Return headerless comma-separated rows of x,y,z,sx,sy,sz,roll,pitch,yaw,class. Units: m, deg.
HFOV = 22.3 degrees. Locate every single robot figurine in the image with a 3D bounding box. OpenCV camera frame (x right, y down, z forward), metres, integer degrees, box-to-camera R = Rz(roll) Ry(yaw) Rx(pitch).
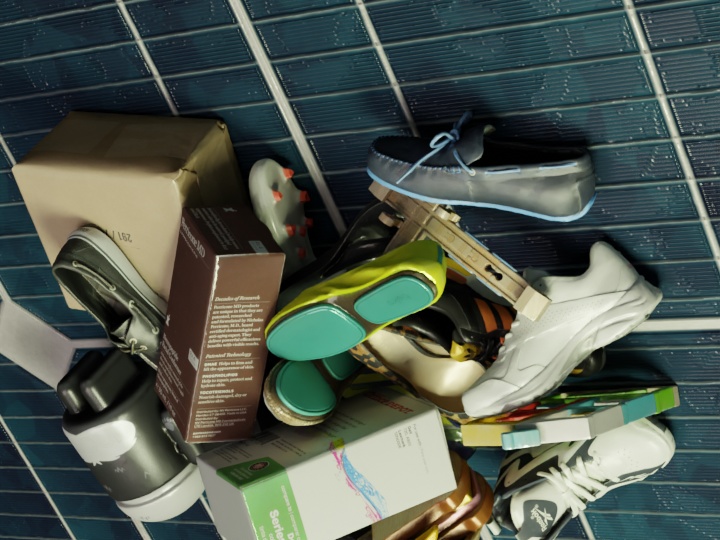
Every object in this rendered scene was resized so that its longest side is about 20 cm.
-0.245,0.179,1.996,0.200,0.125,0.150,59,177,-22,robot figurine

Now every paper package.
-0.210,-0.050,1.781,0.200,0.104,0.191,6,130,29,paper package

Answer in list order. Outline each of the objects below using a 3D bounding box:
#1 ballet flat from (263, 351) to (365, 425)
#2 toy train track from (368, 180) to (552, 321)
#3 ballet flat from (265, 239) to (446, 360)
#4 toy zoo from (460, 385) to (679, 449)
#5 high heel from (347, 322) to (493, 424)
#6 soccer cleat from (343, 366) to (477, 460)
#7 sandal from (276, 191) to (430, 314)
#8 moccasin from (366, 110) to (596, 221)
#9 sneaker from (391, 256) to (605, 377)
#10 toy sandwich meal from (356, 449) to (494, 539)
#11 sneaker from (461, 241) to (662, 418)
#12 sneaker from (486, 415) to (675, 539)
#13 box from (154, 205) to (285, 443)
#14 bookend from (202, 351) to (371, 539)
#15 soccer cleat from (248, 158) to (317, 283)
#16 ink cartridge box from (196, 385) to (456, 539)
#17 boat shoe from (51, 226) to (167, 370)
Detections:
-0.051,0.108,1.701,0.065,0.200,0.071,-35,88,27,ballet flat
0.081,-0.024,1.592,0.200,0.033,0.115,39,102,23,toy train track
0.000,0.023,1.613,0.200,0.067,0.067,-25,125,38,ballet flat
0.180,0.130,1.619,0.131,0.200,0.021,-7,92,38,toy zoo
0.070,0.099,1.697,0.200,0.143,0.071,33,95,11,high heel
0.036,0.115,1.808,0.200,0.065,0.084,37,109,6,soccer cleat
0.000,0.001,1.687,0.075,0.048,0.200,33,122,-28,sandal
0.105,-0.098,1.560,0.200,0.081,0.068,8,127,10,moccasin
0.121,0.062,1.666,0.200,0.090,0.070,26,137,13,sneaker
0.033,0.251,1.726,0.205,0.205,0.070,-17,108,42,toy sandwich meal
0.161,0.049,1.603,0.200,0.078,0.099,-38,83,4,sneaker
0.196,0.205,1.714,0.199,0.130,0.080,-12,120,40,sneaker
-0.131,0.050,1.687,0.100,0.075,0.200,50,134,53,box
-0.067,0.157,1.849,0.198,0.092,0.200,17,138,35,bookend
-0.077,-0.018,1.744,0.077,0.069,0.200,-5,128,23,soccer cleat
-0.032,0.186,1.688,0.145,0.200,0.084,14,122,68,ink cartridge box
-0.222,0.048,1.760,0.069,0.057,0.200,-24,113,45,boat shoe
